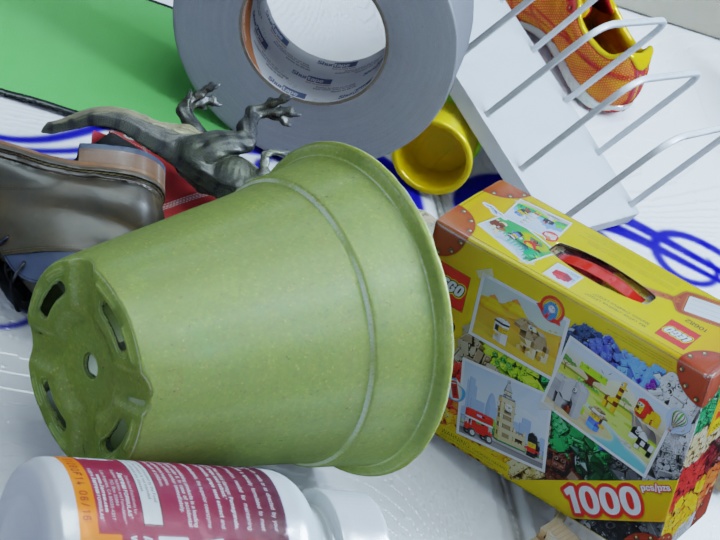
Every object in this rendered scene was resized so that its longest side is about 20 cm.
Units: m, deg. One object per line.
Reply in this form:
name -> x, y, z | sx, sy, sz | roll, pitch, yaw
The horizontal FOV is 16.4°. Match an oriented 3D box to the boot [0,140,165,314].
boot -> -0.215, -0.022, 1.507 | 0.199, 0.075, 0.097 | -2, 59, -6

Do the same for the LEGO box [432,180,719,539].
LEGO box -> 0.132, 0.061, 1.536 | 0.199, 0.150, 0.077 | 30, 38, 25

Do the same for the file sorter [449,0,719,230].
file sorter -> 0.152, -0.143, 1.780 | 0.201, 0.124, 0.139 | 58, 30, 11

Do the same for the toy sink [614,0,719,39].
toy sink -> 0.313, -0.279, 2.103 | 0.199, 0.131, 0.112 | 15, 38, -15

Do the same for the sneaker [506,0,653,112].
sneaker -> 0.161, -0.211, 1.972 | 0.073, 0.077, 0.200 | -19, 55, -42

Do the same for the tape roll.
tape roll -> -0.025, -0.174, 1.705 | 0.199, 0.201, 0.066 | 26, 33, -2

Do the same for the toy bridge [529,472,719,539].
toy bridge -> 0.167, 0.140, 1.599 | 0.067, 0.027, 0.199 | 42, 39, 23

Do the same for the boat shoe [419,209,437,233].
boat shoe -> 0.000, 0.000, 1.626 | 0.065, 0.072, 0.200 | 43, 33, 22

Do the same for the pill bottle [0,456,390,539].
pill bottle -> -0.090, 0.159, 1.347 | 0.199, 0.110, 0.110 | 6, 42, -26

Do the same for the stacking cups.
stacking cups -> 0.074, -0.131, 1.836 | 0.060, 0.061, 0.200 | 27, 36, -1

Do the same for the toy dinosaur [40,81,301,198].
toy dinosaur -> -0.094, -0.080, 1.582 | 0.199, 0.048, 0.088 | 25, 53, 12

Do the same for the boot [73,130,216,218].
boot -> -0.098, -0.056, 1.632 | 0.199, 0.073, 0.144 | -23, 58, -42

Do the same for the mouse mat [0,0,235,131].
mouse mat -> -0.178, -0.152, 1.745 | 0.199, 0.008, 0.161 | 17, 38, -14

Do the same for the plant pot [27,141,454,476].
plant pot -> -0.080, 0.039, 1.425 | 0.189, 0.201, 0.200 | -12, 52, -38
